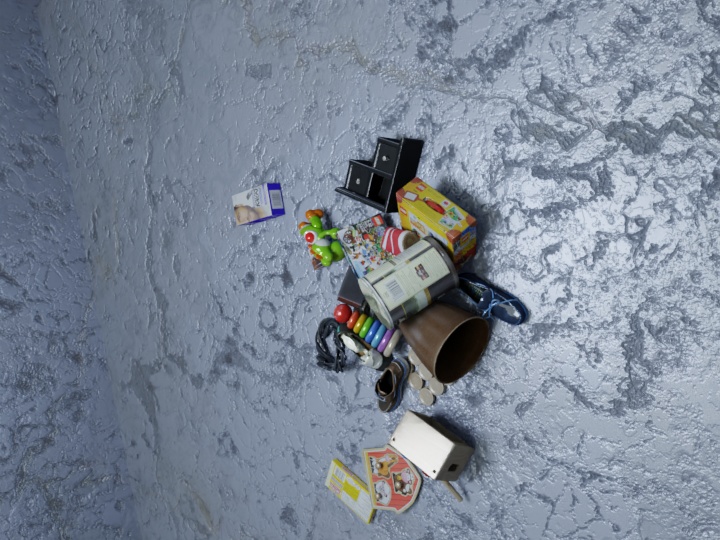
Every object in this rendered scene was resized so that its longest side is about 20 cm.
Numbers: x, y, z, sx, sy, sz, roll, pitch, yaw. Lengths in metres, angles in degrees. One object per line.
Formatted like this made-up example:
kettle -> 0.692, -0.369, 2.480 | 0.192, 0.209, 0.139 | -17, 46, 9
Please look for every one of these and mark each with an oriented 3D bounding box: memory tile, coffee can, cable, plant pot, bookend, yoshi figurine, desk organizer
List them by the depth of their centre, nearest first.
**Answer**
coffee can -> 0.115, 0.030, 1.356 | 0.147, 0.199, 0.146 | 56, 171, 14
plant pot -> 0.186, 0.149, 1.411 | 0.200, 0.186, 0.188 | 37, 119, 42
memory tile -> 0.194, 0.258, 1.524 | 0.154, 0.017, 0.200 | 54, 127, 23
bookend -> 0.048, -0.281, 1.527 | 0.198, 0.092, 0.201 | 29, 113, 36
desk organizer -> 0.000, 0.000, 1.583 | 0.071, 0.077, 0.201 | 21, 75, -1
yoshi figurine -> -0.106, -0.089, 1.678 | 0.112, 0.113, 0.200 | -28, 52, 0
cable -> -0.085, 0.230, 1.726 | 0.200, 0.051, 0.164 | 3, 86, 64

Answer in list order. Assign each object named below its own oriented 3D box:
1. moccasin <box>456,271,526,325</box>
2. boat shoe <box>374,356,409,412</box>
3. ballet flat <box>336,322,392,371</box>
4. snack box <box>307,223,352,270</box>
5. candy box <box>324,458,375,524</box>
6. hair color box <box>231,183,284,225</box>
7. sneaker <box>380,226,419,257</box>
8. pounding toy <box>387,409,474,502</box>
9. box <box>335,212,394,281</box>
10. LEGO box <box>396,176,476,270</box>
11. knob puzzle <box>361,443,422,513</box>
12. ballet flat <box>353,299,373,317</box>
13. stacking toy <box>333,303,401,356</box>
moccasin -> 0.304, 0.076, 1.363 | 0.200, 0.068, 0.081 | 32, 116, 34
boat shoe -> 0.074, 0.332, 1.593 | 0.072, 0.072, 0.201 | 36, 127, 34
ballet flat -> 0.007, 0.231, 1.600 | 0.200, 0.068, 0.068 | 38, 110, 1
snack box -> -0.084, -0.069, 1.721 | 0.200, 0.024, 0.072 | -29, 75, 41
candy box -> -0.028, 0.697, 1.779 | 0.200, 0.026, 0.103 | 31, 116, 35
hair color box -> -0.350, -0.223, 1.914 | 0.199, 0.065, 0.110 | -10, 90, 44
sneaker -> 0.120, -0.030, 1.489 | 0.112, 0.071, 0.201 | 28, 145, 50
pounding toy -> 0.194, 0.483, 1.457 | 0.184, 0.200, 0.143 | 30, 87, 35
box -> 0.036, -0.040, 1.536 | 0.201, 0.136, 0.038 | 63, 168, 9
LEGO box -> 0.186, -0.113, 1.385 | 0.200, 0.077, 0.149 | 42, 163, 30
knob puzzle -> 0.091, 0.612, 1.644 | 0.219, 0.030, 0.221 | 0, 90, 38
ballet flat -> 0.003, 0.140, 1.648 | 0.072, 0.072, 0.201 | 26, 113, 36
stacking toy -> 0.013, 0.159, 1.577 | 0.199, 0.085, 0.086 | 29, 117, 6
